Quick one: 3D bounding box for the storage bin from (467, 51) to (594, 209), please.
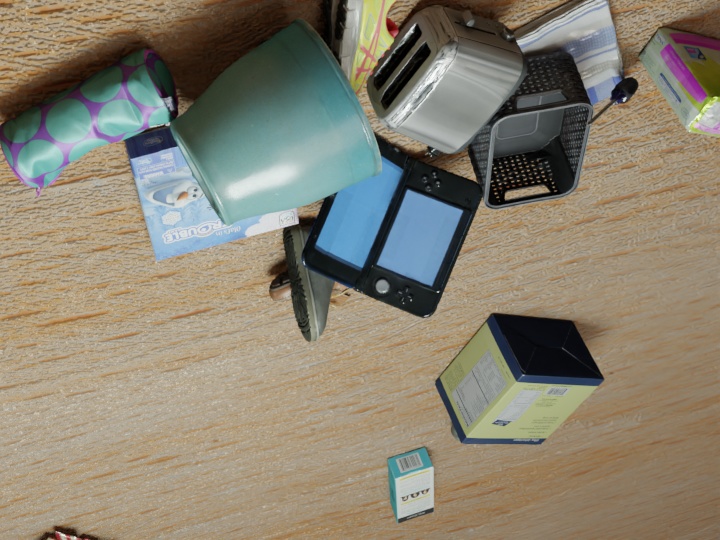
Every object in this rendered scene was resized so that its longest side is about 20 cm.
[{"bbox_3d":[0.223,-0.183,1.549,0.135,0.094,0.200,-11,148,-5],"label":"storage bin"}]

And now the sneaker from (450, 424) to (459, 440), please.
[{"bbox_3d":[0.260,0.285,2.223,0.199,0.078,0.091,-4,156,-18],"label":"sneaker"}]

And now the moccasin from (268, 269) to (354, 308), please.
[{"bbox_3d":[-0.037,0.022,1.703,0.201,0.074,0.078,-11,106,-27],"label":"moccasin"}]

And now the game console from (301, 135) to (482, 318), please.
[{"bbox_3d":[0.045,-0.061,1.539,0.201,0.170,0.118,-68,163,-2],"label":"game console"}]

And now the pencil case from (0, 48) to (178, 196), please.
[{"bbox_3d":[-0.303,-0.168,1.311,0.200,0.085,0.093,-25,120,4],"label":"pencil case"}]

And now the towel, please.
[{"bbox_3d":[0.278,-0.275,1.543,0.147,0.024,0.200,-26,144,5],"label":"towel"}]

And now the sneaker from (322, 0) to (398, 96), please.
[{"bbox_3d":[0.002,-0.263,1.366,0.090,0.078,0.200,-15,146,-23],"label":"sneaker"}]

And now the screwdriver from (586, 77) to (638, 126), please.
[{"bbox_3d":[0.322,-0.216,1.509,0.029,0.028,0.200,-20,-168,40],"label":"screwdriver"}]

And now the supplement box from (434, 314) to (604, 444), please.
[{"bbox_3d":[0.278,0.197,2.049,0.199,0.134,0.200,7,135,-34],"label":"supplement box"}]

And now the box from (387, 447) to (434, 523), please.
[{"bbox_3d":[0.102,0.433,2.329,0.082,0.049,0.200,-16,144,-9],"label":"box"}]

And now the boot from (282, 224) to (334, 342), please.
[{"bbox_3d":[0.001,0.001,1.636,0.199,0.183,0.073,-5,175,-22],"label":"boot"}]

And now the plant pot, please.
[{"bbox_3d":[-0.106,-0.152,1.316,0.188,0.200,0.200,-30,145,-7],"label":"plant pot"}]

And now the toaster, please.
[{"bbox_3d":[0.097,-0.232,1.428,0.129,0.114,0.200,14,133,-35],"label":"toaster"}]

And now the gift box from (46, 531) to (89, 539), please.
[{"bbox_3d":[-0.532,0.583,2.059,0.200,0.187,0.185,30,125,-28],"label":"gift box"}]

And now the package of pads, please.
[{"bbox_3d":[0.497,-0.248,1.583,0.199,0.155,0.068,3,137,-31],"label":"package of pads"}]

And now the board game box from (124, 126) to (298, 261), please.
[{"bbox_3d":[-0.184,-0.112,1.484,0.199,0.043,0.199,-16,144,-10],"label":"board game box"}]
